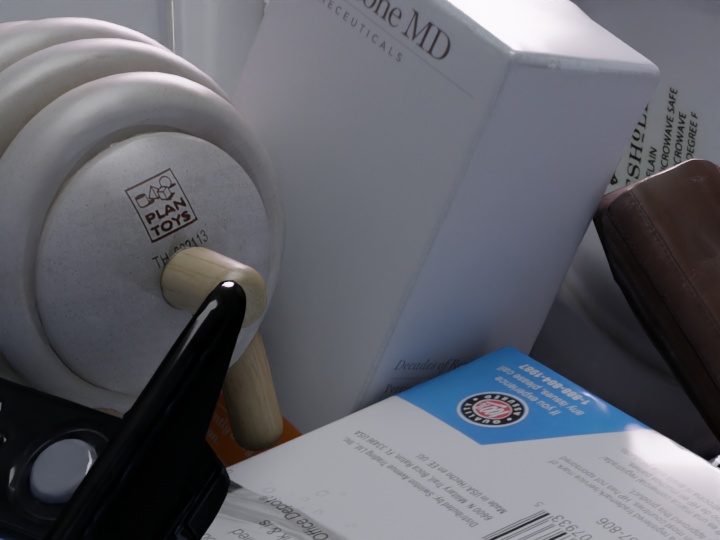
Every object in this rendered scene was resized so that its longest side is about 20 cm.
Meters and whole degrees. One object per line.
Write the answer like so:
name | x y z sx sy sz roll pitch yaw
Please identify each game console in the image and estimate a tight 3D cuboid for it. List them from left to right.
game console | -0.123 0.089 0.628 0.176 0.116 0.200 16 60 34

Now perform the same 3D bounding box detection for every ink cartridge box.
ink cartridge box | 0.004 0.112 0.738 0.200 0.084 0.145 -21 30 -26

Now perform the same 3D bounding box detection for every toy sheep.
toy sheep | -0.083 -0.007 0.793 0.138 0.138 0.200 -9 15 -38

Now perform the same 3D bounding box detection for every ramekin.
ramekin | 0.086 -0.021 0.943 0.202 0.203 0.094 -9 -10 -37

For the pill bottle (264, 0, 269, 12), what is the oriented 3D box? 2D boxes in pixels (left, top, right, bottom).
pill bottle | -0.032 -0.086 1.103 0.199 0.120 0.120 11 19 3

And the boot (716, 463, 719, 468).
boot | 0.130 0.119 0.886 0.075 0.074 0.200 37 10 -8

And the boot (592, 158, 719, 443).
boot | 0.157 0.048 0.874 0.200 0.064 0.186 55 16 17

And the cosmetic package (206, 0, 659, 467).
cosmetic package | 0.000 0.000 0.848 0.071 0.200 0.101 1 30 -46

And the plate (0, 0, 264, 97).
plate | -0.132 -0.053 1.021 0.199 0.200 0.032 -8 -24 13
